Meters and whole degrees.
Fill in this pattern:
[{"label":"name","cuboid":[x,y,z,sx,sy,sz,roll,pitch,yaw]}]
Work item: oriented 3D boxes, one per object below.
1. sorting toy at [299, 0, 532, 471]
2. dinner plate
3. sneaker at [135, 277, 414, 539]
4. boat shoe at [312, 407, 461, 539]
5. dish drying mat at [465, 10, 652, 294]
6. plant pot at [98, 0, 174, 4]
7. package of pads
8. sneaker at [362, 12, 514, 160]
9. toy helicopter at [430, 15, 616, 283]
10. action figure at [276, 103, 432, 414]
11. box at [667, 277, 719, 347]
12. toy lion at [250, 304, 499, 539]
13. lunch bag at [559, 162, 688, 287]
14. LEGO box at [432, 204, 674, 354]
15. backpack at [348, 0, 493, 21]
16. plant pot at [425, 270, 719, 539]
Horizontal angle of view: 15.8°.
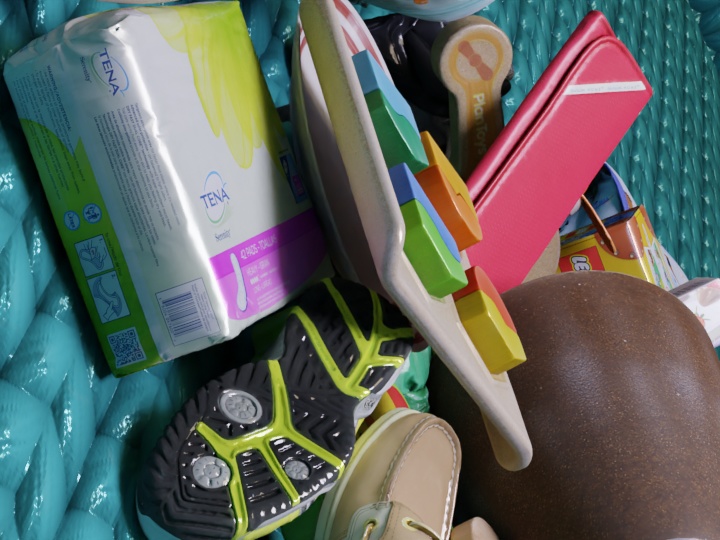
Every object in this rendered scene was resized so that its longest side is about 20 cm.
[{"label":"sorting toy","cuboid":[0.034,-0.021,1.290,0.200,0.036,0.185,58,12,-48]},{"label":"dinner plate","cuboid":[-0.002,-0.052,1.363,0.200,0.024,0.201,-14,90,-74]},{"label":"sneaker","cuboid":[-0.039,0.081,1.178,0.075,0.076,0.200,36,36,10]},{"label":"boat shoe","cuboid":[0.014,0.149,1.172,0.074,0.066,0.200,46,51,-36]},{"label":"dish drying mat","cuboid":[0.101,-0.053,1.498,0.200,0.018,0.077,-55,132,-21]},{"label":"plant pot","cuboid":[-0.109,-0.247,1.204,0.188,0.187,0.200,61,5,-28]},{"label":"package of pads","cuboid":[-0.084,-0.047,1.201,0.200,0.068,0.155,-35,105,-74]},{"label":"sneaker","cuboid":[0.051,-0.084,1.596,0.200,0.114,0.076,56,13,-37]},{"label":"toy helicopter","cuboid":[0.081,-0.059,1.540,0.079,0.132,0.200,-123,-157,-58]},{"label":"action figure","cuboid":[0.000,0.000,1.449,0.118,0.055,0.200,-14,85,-75]},{"label":"box","cuboid":[0.131,0.061,1.556,0.039,0.200,0.041,66,-13,-5]},{"label":"toy lion","cuboid":[-0.001,0.111,1.318,0.192,0.069,0.200,61,17,-6]},{"label":"lunch bag","cuboid":[0.180,0.029,1.890,0.170,0.124,0.200,46,37,-54]},{"label":"LEGO box","cuboid":[0.142,0.080,1.647,0.077,0.149,0.200,-39,108,-73]},{"label":"backpack","cuboid":[0.024,-0.236,1.482,0.178,0.200,0.151,-62,145,-7]},{"label":"plant pot","cuboid":[0.138,0.129,1.424,0.187,0.187,0.200,60,4,-30]}]
